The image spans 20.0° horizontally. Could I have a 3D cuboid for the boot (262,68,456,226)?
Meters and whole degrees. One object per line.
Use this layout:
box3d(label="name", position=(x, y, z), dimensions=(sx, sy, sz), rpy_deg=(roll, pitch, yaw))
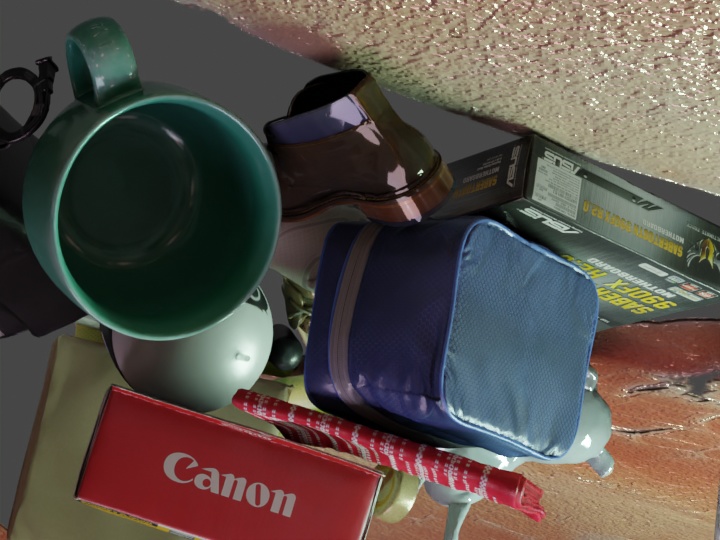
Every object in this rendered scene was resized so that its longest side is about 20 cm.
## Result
box3d(label="boot", position=(-0.031, -0.087, 1.313), dimensions=(0.199, 0.075, 0.097), rpy_deg=(5, 136, 46))

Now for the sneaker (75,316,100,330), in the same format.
box3d(label="sneaker", position=(-0.212, 0.014, 1.656), dimensions=(0.199, 0.077, 0.080), rpy_deg=(20, 175, -24))

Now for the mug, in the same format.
box3d(label="mug", position=(-0.134, -0.059, 1.293), dimensions=(0.151, 0.187, 0.114), rpy_deg=(11, -173, -24))

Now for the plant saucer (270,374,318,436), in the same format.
box3d(label="plant saucer", position=(-0.042, 0.119, 1.794), dimensions=(0.198, 0.031, 0.200), rpy_deg=(-9, 168, -2))

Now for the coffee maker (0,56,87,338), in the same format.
box3d(label="coffee maker", position=(-0.248, -0.043, 1.405), dimensions=(0.190, 0.136, 0.200), rpy_deg=(-2, 157, 26))

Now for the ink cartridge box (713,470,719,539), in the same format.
box3d(label="ink cartridge box", position=(0.354, 0.137, 1.574), dimensions=(0.144, 0.148, 0.200), rpy_deg=(6, 160, 8))

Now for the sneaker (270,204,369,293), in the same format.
box3d(label="sneaker", position=(0.000, 0.000, 1.431), dimensions=(0.075, 0.082, 0.199), rpy_deg=(-37, 145, 30))

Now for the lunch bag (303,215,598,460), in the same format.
box3d(label="lunch bag", position=(0.058, 0.045, 1.340), dimensions=(0.131, 0.137, 0.199), rpy_deg=(3, 165, 37))

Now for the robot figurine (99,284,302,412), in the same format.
box3d(label="robot figurine", position=(-0.133, 0.036, 1.538), dimensions=(0.149, 0.126, 0.200), rpy_deg=(-23, -169, -8))

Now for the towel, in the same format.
box3d(label="towel", position=(0.023, 0.121, 1.336), dimensions=(0.198, 0.023, 0.145), rpy_deg=(16, 172, 14))

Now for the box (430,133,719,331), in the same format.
box3d(label="box", position=(0.137, -0.020, 1.401), dimensions=(0.199, 0.049, 0.158), rpy_deg=(24, 156, -32))

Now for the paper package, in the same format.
box3d(label="paper package", position=(-0.171, 0.170, 1.637), dimensions=(0.198, 0.192, 0.104), rpy_deg=(13, 152, -6))

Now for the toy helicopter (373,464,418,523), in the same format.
box3d(label="toy helicopter", position=(0.056, 0.093, 1.524), dimensions=(0.078, 0.202, 0.132), rpy_deg=(24, 173, -34))

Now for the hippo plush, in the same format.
box3d(label="hippo plush", position=(0.114, 0.105, 1.631), dimensions=(0.159, 0.200, 0.160), rpy_deg=(-18, 113, 10))

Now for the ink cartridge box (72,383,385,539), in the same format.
box3d(label="ink cartridge box", position=(-0.093, 0.149, 1.410), dimensions=(0.198, 0.085, 0.176), rpy_deg=(18, 171, -3))

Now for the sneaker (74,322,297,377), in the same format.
box3d(label="sneaker", position=(-0.153, 0.078, 1.748), dimensions=(0.198, 0.091, 0.078), rpy_deg=(8, 159, 1))

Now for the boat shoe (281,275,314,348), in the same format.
box3d(label="boat shoe", position=(-0.026, 0.017, 1.557), dimensions=(0.071, 0.066, 0.200), rpy_deg=(8, 160, 7))
